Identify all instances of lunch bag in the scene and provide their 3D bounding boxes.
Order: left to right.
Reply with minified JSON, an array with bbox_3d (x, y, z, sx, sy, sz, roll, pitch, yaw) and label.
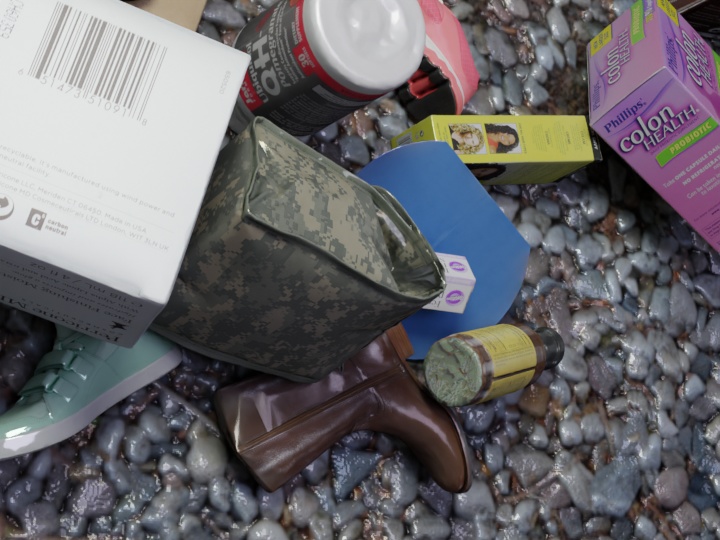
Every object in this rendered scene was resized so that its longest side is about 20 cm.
[{"bbox_3d":[-0.053,-0.001,1.151,0.199,0.164,0.118,29,42,-29],"label":"lunch bag"}]

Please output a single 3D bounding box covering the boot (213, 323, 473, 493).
[{"bbox_3d":[-0.016,0.149,1.255,0.199,0.064,0.187,-28,87,-35],"label":"boot"}]

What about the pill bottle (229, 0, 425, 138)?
[{"bbox_3d":[-0.043,-0.174,1.228,0.110,0.200,0.112,9,74,-31],"label":"pill bottle"}]

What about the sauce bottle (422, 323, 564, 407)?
[{"bbox_3d":[0.127,0.081,1.331,0.199,0.064,0.065,-4,80,-59],"label":"sauce bottle"}]

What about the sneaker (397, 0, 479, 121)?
[{"bbox_3d":[0.048,-0.237,1.394,0.087,0.073,0.201,-40,106,-47],"label":"sneaker"}]

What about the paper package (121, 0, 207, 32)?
[{"bbox_3d":[-0.211,-0.275,1.201,0.190,0.103,0.201,26,67,-24],"label":"paper package"}]

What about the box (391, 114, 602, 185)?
[{"bbox_3d":[0.131,-0.114,1.406,0.199,0.075,0.051,-5,78,-33],"label":"box"}]

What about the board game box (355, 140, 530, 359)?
[{"bbox_3d":[0.053,-0.019,1.340,0.158,0.039,0.200,-43,112,-2],"label":"board game box"}]

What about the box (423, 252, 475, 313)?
[{"bbox_3d":[0.000,0.000,1.280,0.198,0.039,0.042,8,32,-17],"label":"box"}]

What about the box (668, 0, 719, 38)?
[{"bbox_3d":[0.420,-0.372,1.589,0.165,0.164,0.202,4,76,-31],"label":"box"}]

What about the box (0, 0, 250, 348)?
[{"bbox_3d":[-0.207,-0.081,1.031,0.198,0.131,0.201,21,69,-11],"label":"box"}]

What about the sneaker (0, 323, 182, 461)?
[{"bbox_3d":[-0.235,0.061,1.123,0.200,0.073,0.119,-35,105,-44],"label":"sneaker"}]

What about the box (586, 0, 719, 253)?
[{"bbox_3d":[0.329,-0.152,1.486,0.200,0.097,0.176,40,31,-19],"label":"box"}]
